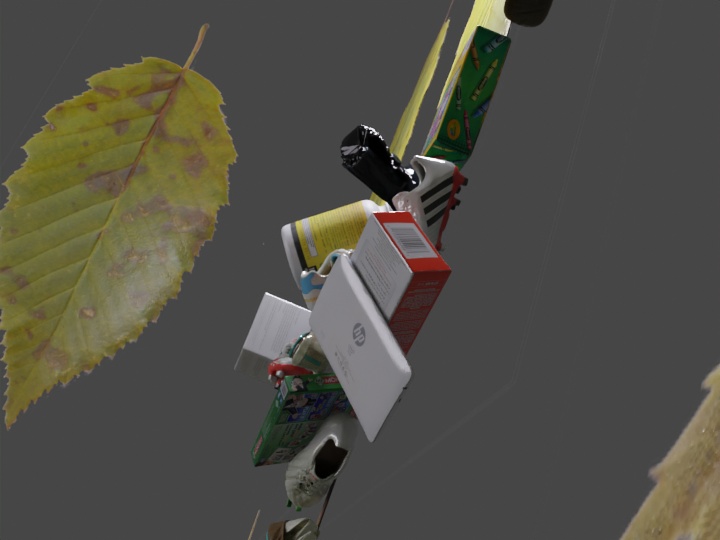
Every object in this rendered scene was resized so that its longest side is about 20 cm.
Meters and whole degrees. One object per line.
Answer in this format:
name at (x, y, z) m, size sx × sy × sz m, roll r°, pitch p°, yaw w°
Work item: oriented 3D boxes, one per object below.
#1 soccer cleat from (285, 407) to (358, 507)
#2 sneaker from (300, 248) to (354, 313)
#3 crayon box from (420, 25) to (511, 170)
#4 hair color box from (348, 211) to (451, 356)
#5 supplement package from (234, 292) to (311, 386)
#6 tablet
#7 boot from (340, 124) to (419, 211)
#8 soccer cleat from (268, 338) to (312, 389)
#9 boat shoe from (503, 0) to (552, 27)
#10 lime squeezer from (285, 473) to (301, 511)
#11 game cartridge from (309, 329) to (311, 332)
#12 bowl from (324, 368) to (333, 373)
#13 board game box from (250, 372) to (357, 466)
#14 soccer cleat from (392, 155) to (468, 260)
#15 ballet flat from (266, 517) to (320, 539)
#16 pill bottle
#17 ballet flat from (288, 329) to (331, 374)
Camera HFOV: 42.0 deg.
soccer cleat at (-0.061, 0.280, 1.328) m, size 0.078 × 0.069 × 0.201 m, roll -79°, pitch 14°, yaw -55°
sneaker at (0.000, 0.000, 1.403) m, size 0.199 × 0.081 × 0.076 m, roll -30°, pitch 16°, yaw -31°
crayon box at (0.149, -0.239, 1.370) m, size 0.119 × 0.058 × 0.201 m, roll 124°, pitch 168°, yaw -71°
hair color box at (0.026, 0.039, 1.152) m, size 0.111 × 0.064 × 0.201 m, roll 57°, pitch 135°, yaw 36°
supplement package at (-0.110, 0.149, 1.701) m, size 0.120 × 0.199 × 0.122 m, roll 121°, pitch 171°, yaw -61°
tablet at (-0.004, 0.091, 1.133) m, size 0.201 × 0.014 × 0.131 m, roll 59°, pitch 137°, yaw 35°
boot at (0.049, -0.162, 1.434) m, size 0.076 × 0.168 × 0.201 m, roll -35°, pitch 22°, yaw 25°
soccer cleat at (-0.105, 0.146, 1.492) m, size 0.200 × 0.068 × 0.086 m, roll 108°, pitch 179°, yaw -76°
boat shoe at (0.217, -0.367, 1.086) m, size 0.201 × 0.071 × 0.066 m, roll 111°, pitch 175°, yaw -65°
lime squeezer at (-0.122, 0.394, 1.697) m, size 0.200 × 0.037 × 0.071 m, roll 131°, pitch 161°, yaw -75°
game cartridge at (-0.042, 0.034, 1.608) m, size 0.130 × 0.038 × 0.201 m, roll 109°, pitch -179°, yaw -56°
bowl at (-0.015, 0.113, 1.543) m, size 0.200 × 0.074 × 0.201 m, roll -122°, pitch 55°, yaw -84°
board game box at (-0.070, 0.214, 1.348) m, size 0.201 × 0.134 × 0.029 m, roll -63°, pitch 38°, yaw 44°
soccer cleat at (0.073, -0.058, 1.210) m, size 0.069 × 0.085 × 0.201 m, roll 125°, pitch 167°, yaw -71°
ballet flat at (-0.087, 0.372, 1.250) m, size 0.072 × 0.068 × 0.200 m, roll -47°, pitch 6°, yaw 4°
pill bottle at (-0.019, -0.047, 1.510) m, size 0.112 × 0.199 × 0.113 m, roll -18°, pitch -90°, yaw -89°
ballet flat at (-0.055, 0.113, 1.371) m, size 0.068 × 0.062 × 0.200 m, roll -62°, pitch -4°, yaw 14°
